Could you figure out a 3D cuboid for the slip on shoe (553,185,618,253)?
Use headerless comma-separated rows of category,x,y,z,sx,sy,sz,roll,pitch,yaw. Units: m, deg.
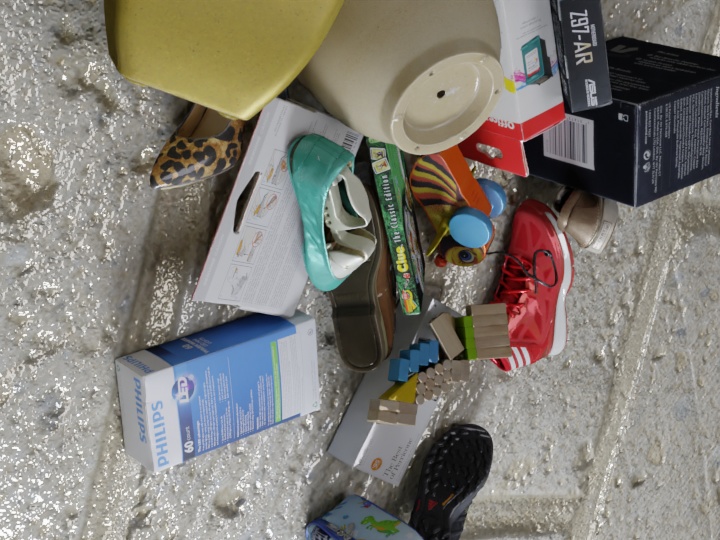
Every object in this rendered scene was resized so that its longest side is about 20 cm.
slip on shoe,0.248,-0.078,1.624,0.060,0.200,0.077,21,115,-1

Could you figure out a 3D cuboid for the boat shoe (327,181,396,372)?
boat shoe,0.000,0.000,1.498,0.068,0.071,0.202,-40,131,-63

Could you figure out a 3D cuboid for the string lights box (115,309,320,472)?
string lights box,-0.136,0.112,1.422,0.198,0.059,0.104,-17,115,-35

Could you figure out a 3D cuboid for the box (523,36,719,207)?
box,0.295,-0.169,1.593,0.199,0.196,0.119,-21,118,-33

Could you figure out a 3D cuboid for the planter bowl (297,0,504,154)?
planter bowl,0.050,-0.194,1.329,0.198,0.135,0.201,-22,145,-17

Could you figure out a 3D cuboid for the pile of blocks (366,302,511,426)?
pile of blocks,0.071,0.095,1.528,0.199,0.062,0.083,-32,100,-28

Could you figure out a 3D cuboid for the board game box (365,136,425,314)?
board game box,0.038,-0.067,1.488,0.105,0.023,0.202,-75,155,-60

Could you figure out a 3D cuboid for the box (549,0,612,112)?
box,0.214,-0.276,1.498,0.043,0.201,0.162,-10,117,4

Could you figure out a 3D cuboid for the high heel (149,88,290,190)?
high heel,-0.138,-0.170,1.310,0.200,0.071,0.144,-44,136,-41

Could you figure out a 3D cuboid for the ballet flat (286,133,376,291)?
ballet flat,-0.021,-0.042,1.375,0.067,0.070,0.201,-50,148,-30

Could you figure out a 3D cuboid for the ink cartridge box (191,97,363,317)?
ink cartridge box,-0.088,-0.062,1.368,0.176,0.044,0.202,13,100,-59

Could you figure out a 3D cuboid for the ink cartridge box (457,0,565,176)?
ink cartridge box,0.145,-0.210,1.507,0.067,0.116,0.202,-28,121,-28

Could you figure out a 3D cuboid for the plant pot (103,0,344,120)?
plant pot,-0.121,-0.242,1.202,0.194,0.194,0.202,19,100,-18

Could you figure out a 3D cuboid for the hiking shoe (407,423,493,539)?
hiking shoe,0.091,0.270,1.666,0.201,0.075,0.101,-60,172,-27

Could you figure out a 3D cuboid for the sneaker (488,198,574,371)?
sneaker,0.178,0.028,1.644,0.115,0.078,0.202,-26,119,-32

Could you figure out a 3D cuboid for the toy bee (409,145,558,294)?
toy bee,0.105,-0.043,1.547,0.131,0.108,0.202,-31,96,-49

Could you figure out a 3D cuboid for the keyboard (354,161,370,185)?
keyboard,-0.065,-0.044,1.460,0.199,0.011,0.057,-31,122,-28

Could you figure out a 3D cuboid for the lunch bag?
lunch bag,0.024,0.354,1.569,0.082,0.160,0.202,-28,122,-28

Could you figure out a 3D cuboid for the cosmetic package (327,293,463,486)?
cosmetic package,0.046,0.128,1.585,0.082,0.050,0.202,28,86,-41
